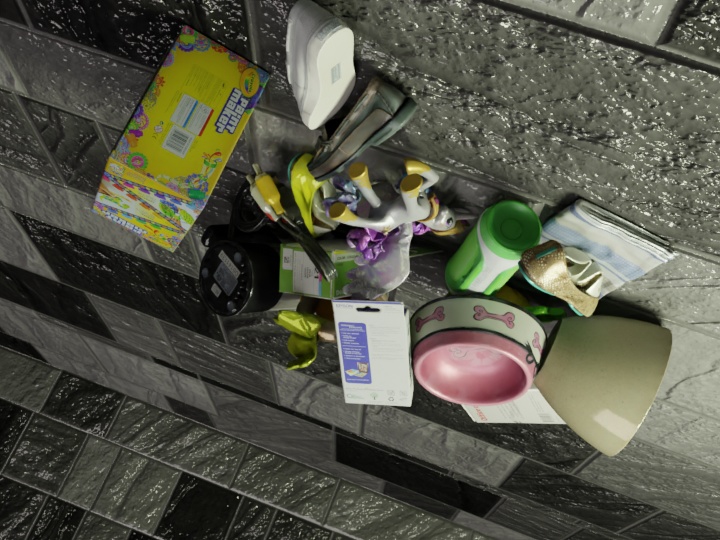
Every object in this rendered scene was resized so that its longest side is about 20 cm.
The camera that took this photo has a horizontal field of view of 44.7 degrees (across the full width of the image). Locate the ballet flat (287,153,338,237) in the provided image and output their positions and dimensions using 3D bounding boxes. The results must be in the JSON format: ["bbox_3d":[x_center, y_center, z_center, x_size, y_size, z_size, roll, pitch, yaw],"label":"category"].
[{"bbox_3d":[-0.060,-0.091,1.254,0.067,0.067,0.200,26,156,16],"label":"ballet flat"}]

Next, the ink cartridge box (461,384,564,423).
[{"bbox_3d":[0.278,0.201,1.511,0.200,0.083,0.147,-4,147,25],"label":"ink cartridge box"}]

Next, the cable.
[{"bbox_3d":[-0.096,-0.052,1.197,0.200,0.050,0.097,60,165,23],"label":"cable"}]

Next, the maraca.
[{"bbox_3d":[0.207,0.068,1.313,0.200,0.107,0.137,-3,173,17],"label":"maraca"}]

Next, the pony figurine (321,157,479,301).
[{"bbox_3d":[0.037,-0.067,1.126,0.193,0.167,0.200,-19,156,21],"label":"pony figurine"}]

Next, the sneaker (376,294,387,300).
[{"bbox_3d":[0.011,0.083,1.551,0.070,0.076,0.200,12,155,24],"label":"sneaker"}]

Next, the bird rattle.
[{"bbox_3d":[-0.028,0.069,1.312,0.200,0.163,0.113,-10,121,2],"label":"bird rattle"}]

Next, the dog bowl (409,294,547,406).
[{"bbox_3d":[0.162,0.121,1.240,0.200,0.074,0.200,8,142,6],"label":"dog bowl"}]

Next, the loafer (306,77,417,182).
[{"bbox_3d":[-0.012,-0.172,1.055,0.063,0.072,0.200,43,143,-16],"label":"loafer"}]

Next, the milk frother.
[{"bbox_3d":[-0.133,-0.037,1.373,0.200,0.181,0.188,-37,160,32],"label":"milk frother"}]

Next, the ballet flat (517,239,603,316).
[{"bbox_3d":[0.271,0.010,1.108,0.065,0.071,0.200,-36,150,23],"label":"ballet flat"}]

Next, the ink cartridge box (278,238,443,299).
[{"bbox_3d":[0.000,0.000,1.300,0.200,0.076,0.148,8,-171,33],"label":"ink cartridge box"}]

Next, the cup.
[{"bbox_3d":[0.332,0.143,1.252,0.143,0.200,0.200,26,157,7],"label":"cup"}]

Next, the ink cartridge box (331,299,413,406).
[{"bbox_3d":[0.019,0.105,1.205,0.099,0.039,0.200,3,130,10],"label":"ink cartridge box"}]

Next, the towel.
[{"bbox_3d":[0.297,-0.021,1.144,0.147,0.024,0.200,27,156,-7],"label":"towel"}]

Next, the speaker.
[{"bbox_3d":[0.174,-0.020,1.176,0.088,0.089,0.200,23,157,-1],"label":"speaker"}]

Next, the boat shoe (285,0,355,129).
[{"bbox_3d":[-0.054,-0.227,0.974,0.069,0.072,0.200,48,171,11],"label":"boat shoe"}]

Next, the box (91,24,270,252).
[{"bbox_3d":[-0.229,-0.159,1.098,0.122,0.200,0.193,28,157,-14],"label":"box"}]
